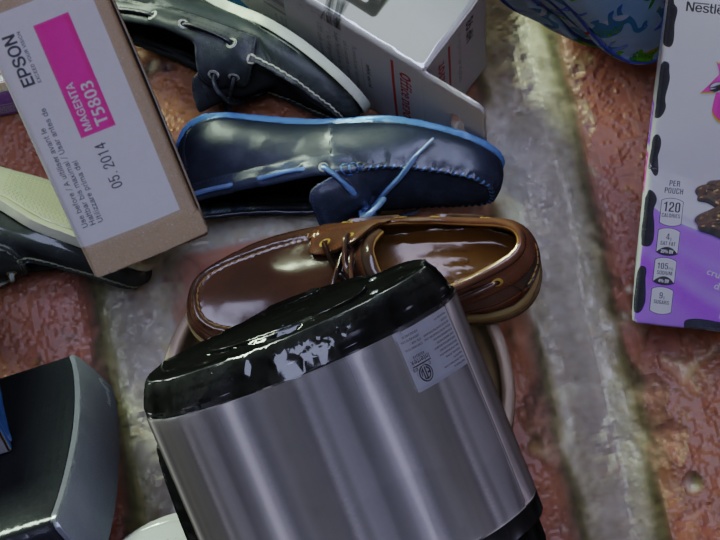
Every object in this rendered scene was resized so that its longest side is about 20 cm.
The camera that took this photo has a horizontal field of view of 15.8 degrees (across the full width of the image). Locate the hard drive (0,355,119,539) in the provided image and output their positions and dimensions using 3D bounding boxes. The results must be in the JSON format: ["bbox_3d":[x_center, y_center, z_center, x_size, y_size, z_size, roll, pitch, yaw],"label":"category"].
[{"bbox_3d":[-0.203,0.118,1.439,0.135,0.200,0.042,-17,116,6],"label":"hard drive"}]

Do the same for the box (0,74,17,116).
[{"bbox_3d":[-0.289,-0.152,1.605,0.200,0.039,0.137,-12,71,0],"label":"box"}]

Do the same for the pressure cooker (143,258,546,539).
[{"bbox_3d":[-0.002,0.113,1.321,0.176,0.179,0.200,-24,96,-9],"label":"pressure cooker"}]

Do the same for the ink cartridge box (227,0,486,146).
[{"bbox_3d":[0.010,-0.150,1.546,0.200,0.116,0.067,33,76,12],"label":"ink cartridge box"}]

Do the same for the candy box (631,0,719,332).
[{"bbox_3d":[0.247,-0.065,1.474,0.168,0.072,0.200,6,107,6],"label":"candy box"}]

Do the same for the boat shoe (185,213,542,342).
[{"bbox_3d":[0.000,0.000,1.426,0.200,0.068,0.072,-8,71,1],"label":"boat shoe"}]

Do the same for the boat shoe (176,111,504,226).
[{"bbox_3d":[-0.014,-0.046,1.539,0.200,0.084,0.069,0,60,20],"label":"boat shoe"}]

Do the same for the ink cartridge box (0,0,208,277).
[{"bbox_3d":[-0.166,-0.121,1.476,0.075,0.200,0.165,-22,28,-3],"label":"ink cartridge box"}]

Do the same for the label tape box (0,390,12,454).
[{"bbox_3d":[-0.306,0.062,1.447,0.200,0.063,0.144,-19,47,1],"label":"label tape box"}]

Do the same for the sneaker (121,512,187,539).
[{"bbox_3d":[-0.161,0.193,1.386,0.200,0.088,0.075,-34,90,5],"label":"sneaker"}]

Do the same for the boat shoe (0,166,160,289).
[{"bbox_3d":[-0.218,-0.024,1.556,0.200,0.072,0.068,17,110,2],"label":"boat shoe"}]

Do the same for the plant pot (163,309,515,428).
[{"bbox_3d":[-0.012,0.084,1.483,0.201,0.093,0.201,-1,72,3],"label":"plant pot"}]

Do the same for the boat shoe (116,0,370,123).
[{"bbox_3d":[-0.088,-0.129,1.567,0.199,0.075,0.066,33,79,13],"label":"boat shoe"}]

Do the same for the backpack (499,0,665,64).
[{"bbox_3d":[0.133,-0.208,1.513,0.154,0.200,0.163,34,84,20],"label":"backpack"}]
